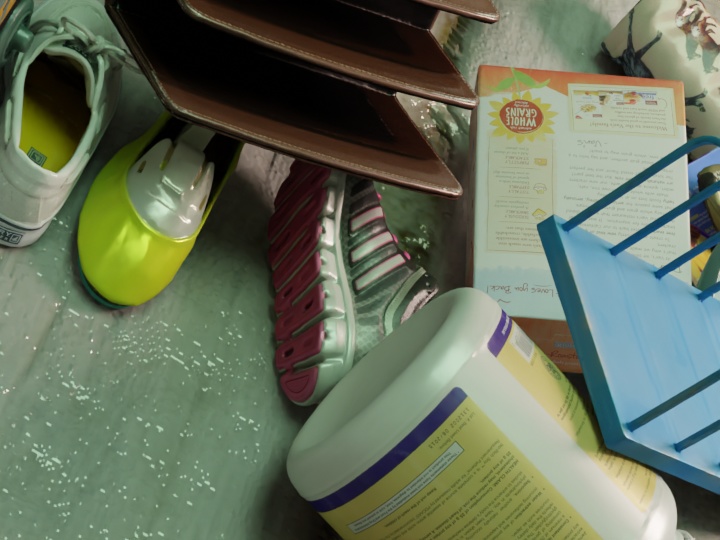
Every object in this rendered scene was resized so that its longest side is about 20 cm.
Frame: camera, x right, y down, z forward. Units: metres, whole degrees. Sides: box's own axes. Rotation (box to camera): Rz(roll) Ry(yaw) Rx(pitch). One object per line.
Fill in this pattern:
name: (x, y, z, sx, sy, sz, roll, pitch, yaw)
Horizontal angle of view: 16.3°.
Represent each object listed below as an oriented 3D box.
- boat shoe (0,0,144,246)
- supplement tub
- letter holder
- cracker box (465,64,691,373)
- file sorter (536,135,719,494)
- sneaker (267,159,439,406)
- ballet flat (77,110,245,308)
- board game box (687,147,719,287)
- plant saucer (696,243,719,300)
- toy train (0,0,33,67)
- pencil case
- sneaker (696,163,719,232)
boat shoe: (-0.164, -0.107, 1.401, 0.074, 0.086, 0.203, 32, 39, -12)
supplement tub: (0.075, 0.125, 1.328, 0.200, 0.145, 0.146, 47, 37, -8)
letter holder: (-0.022, -0.131, 1.415, 0.199, 0.101, 0.142, 15, 27, -31)
cracker box: (0.133, -0.031, 1.553, 0.133, 0.058, 0.201, 5, 51, -1)
file sorter: (0.215, 0.033, 1.362, 0.200, 0.122, 0.139, 25, 42, -47)
sneaker: (0.000, 0.000, 1.456, 0.087, 0.074, 0.201, 20, 48, -25)
ballet flat: (-0.103, -0.059, 1.424, 0.067, 0.067, 0.200, 38, 38, -9)
board game box: (0.224, 0.005, 1.666, 0.135, 0.045, 0.200, 50, 38, 11)
plant saucer: (0.247, 0.059, 1.571, 0.200, 0.027, 0.202, -1, 91, -58)
toy train: (-0.211, -0.154, 1.339, 0.085, 0.114, 0.201, 30, 70, 3)
pencil case: (0.257, -0.121, 1.787, 0.089, 0.078, 0.200, -32, 76, -26)
sneaker: (0.312, -0.043, 1.679, 0.199, 0.089, 0.077, 16, 45, -30)
